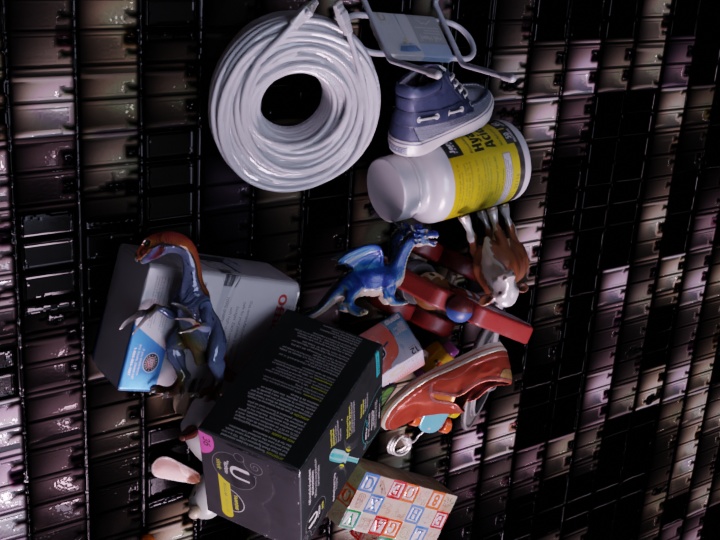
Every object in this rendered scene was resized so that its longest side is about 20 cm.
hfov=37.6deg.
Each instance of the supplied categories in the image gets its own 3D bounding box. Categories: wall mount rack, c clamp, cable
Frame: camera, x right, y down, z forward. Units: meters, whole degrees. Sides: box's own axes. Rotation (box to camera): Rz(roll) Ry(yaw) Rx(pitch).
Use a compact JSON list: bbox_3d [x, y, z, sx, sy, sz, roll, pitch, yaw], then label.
[{"bbox_3d":[0.085,-0.271,1.239,0.199,0.174,0.075,-6,152,-36],"label":"wall mount rack"},{"bbox_3d":[0.185,0.126,1.530,0.171,0.027,0.201,-47,148,-55],"label":"c clamp"},{"bbox_3d":[-0.076,-0.190,1.186,0.199,0.069,0.200,-32,125,-2],"label":"cable"}]

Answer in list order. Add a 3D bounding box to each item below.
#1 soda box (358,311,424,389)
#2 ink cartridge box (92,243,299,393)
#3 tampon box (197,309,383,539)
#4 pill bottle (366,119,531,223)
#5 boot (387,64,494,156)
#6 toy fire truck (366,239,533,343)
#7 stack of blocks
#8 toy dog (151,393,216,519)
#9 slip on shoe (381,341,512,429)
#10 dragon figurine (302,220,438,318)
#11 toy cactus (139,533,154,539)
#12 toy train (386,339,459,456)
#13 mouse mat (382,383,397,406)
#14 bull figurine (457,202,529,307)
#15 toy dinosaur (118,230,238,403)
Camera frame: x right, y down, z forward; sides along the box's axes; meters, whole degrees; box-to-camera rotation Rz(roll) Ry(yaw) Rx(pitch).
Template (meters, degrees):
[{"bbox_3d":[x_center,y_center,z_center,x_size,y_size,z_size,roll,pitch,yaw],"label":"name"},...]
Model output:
[{"bbox_3d":[-0.016,0.135,1.346,0.199,0.064,0.068,-31,159,-6],"label":"soda box"},{"bbox_3d":[-0.187,0.060,1.216,0.199,0.086,0.147,8,104,-40],"label":"ink cartridge box"},{"bbox_3d":[-0.073,0.174,1.177,0.200,0.126,0.150,-53,155,-43],"label":"tampon box"},{"bbox_3d":[0.111,-0.123,1.351,0.199,0.111,0.112,-18,118,-31],"label":"pill bottle"},{"bbox_3d":[0.108,-0.215,1.303,0.200,0.073,0.091,-38,143,-45],"label":"boot"},{"bbox_3d":[0.114,0.032,1.379,0.200,0.168,0.113,23,94,-41],"label":"toy fire truck"},{"bbox_3d":[0.035,0.345,1.521,0.200,0.058,0.116,25,93,-41],"label":"stack of blocks"},{"bbox_3d":[-0.189,0.228,1.268,0.096,0.131,0.201,-41,125,-54],"label":"toy dog"},{"bbox_3d":[0.112,0.165,1.403,0.199,0.061,0.074,-29,156,13],"label":"slip on shoe"},{"bbox_3d":[0.000,0.000,1.271,0.199,0.059,0.100,-13,95,-11],"label":"dragon figurine"},{"bbox_3d":[-0.309,0.397,1.277,0.199,0.102,0.165,15,117,-43],"label":"toy cactus"},{"bbox_3d":[0.067,0.158,1.476,0.150,0.056,0.201,-20,126,-12],"label":"toy train"},{"bbox_3d":[-0.052,0.216,1.376,0.199,0.008,0.161,-19,155,-30],"label":"mouse mat"},{"bbox_3d":[0.175,-0.020,1.357,0.065,0.200,0.122,-16,91,14],"label":"bull figurine"},{"bbox_3d":[-0.187,0.046,1.132,0.200,0.104,0.183,-15,112,-69],"label":"toy dinosaur"}]
